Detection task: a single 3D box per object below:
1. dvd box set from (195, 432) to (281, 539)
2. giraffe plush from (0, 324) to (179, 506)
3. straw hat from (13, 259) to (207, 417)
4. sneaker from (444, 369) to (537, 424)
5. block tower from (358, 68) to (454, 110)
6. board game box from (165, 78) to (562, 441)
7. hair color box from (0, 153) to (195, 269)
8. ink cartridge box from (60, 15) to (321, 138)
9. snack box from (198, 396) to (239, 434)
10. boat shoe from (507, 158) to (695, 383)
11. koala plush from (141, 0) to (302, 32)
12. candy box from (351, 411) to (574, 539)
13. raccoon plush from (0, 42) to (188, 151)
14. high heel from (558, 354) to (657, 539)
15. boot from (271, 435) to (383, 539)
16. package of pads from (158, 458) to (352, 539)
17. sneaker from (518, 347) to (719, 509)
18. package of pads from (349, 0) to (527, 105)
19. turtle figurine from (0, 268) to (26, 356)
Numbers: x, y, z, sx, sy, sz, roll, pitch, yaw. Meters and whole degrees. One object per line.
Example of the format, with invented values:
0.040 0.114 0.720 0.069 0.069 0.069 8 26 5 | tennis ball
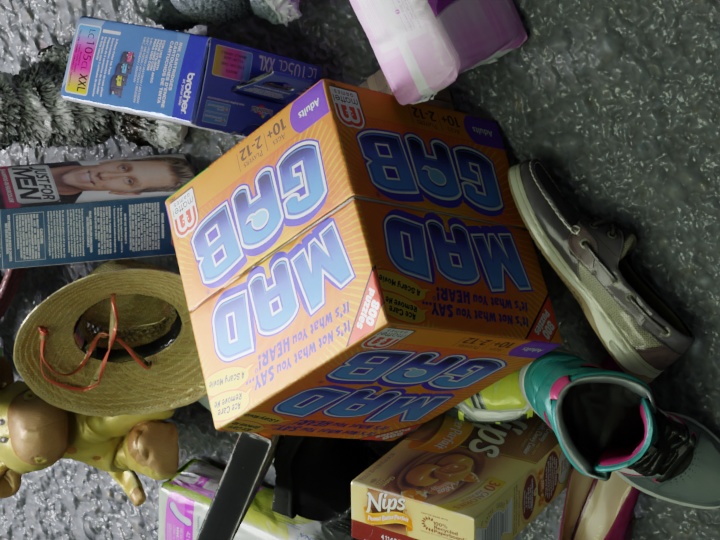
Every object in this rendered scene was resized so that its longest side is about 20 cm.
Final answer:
-0.079 0.134 1.614 0.029 0.200 0.147 25 124 2 | dvd box set
-0.273 0.136 1.793 0.200 0.161 0.174 127 136 -54 | giraffe plush
-0.205 0.036 1.680 0.199 0.086 0.202 -4 135 -4 | straw hat
0.079 0.072 1.604 0.198 0.075 0.077 13 117 29 | sneaker
-0.009 -0.101 1.591 0.199 0.057 0.054 -34 61 38 | block tower
0.000 0.000 1.500 0.199 0.199 0.202 -33 62 37 | board game box
-0.243 -0.053 1.686 0.100 0.198 0.061 -124 33 -60 | hair color box
-0.129 -0.153 1.582 0.199 0.136 0.077 17 96 41 | ink cartridge box
-0.088 0.101 1.757 0.199 0.037 0.117 37 127 16 | snack box
0.189 -0.009 1.499 0.065 0.072 0.201 -35 83 22 | boat shoe
-0.134 -0.284 1.549 0.176 0.184 0.201 3 123 34 | koala plush
0.091 0.166 1.554 0.115 0.200 0.056 14 116 29 | candy box
-0.272 -0.143 1.715 0.198 0.134 0.098 5 112 33 | raccoon plush
0.195 0.169 1.550 0.067 0.096 0.202 11 116 30 | high heel
0.010 0.175 1.646 0.157 0.080 0.212 22 152 7 | boot
-0.102 0.280 1.827 0.199 0.068 0.156 20 121 26 | package of pads
0.217 0.131 1.472 0.199 0.121 0.084 30 96 -7 | sneaker
0.040 -0.237 1.466 0.075 0.120 0.201 -21 98 39 | package of pads
-0.427 0.038 1.904 0.144 0.198 0.196 -139 38 -58 | turtle figurine
